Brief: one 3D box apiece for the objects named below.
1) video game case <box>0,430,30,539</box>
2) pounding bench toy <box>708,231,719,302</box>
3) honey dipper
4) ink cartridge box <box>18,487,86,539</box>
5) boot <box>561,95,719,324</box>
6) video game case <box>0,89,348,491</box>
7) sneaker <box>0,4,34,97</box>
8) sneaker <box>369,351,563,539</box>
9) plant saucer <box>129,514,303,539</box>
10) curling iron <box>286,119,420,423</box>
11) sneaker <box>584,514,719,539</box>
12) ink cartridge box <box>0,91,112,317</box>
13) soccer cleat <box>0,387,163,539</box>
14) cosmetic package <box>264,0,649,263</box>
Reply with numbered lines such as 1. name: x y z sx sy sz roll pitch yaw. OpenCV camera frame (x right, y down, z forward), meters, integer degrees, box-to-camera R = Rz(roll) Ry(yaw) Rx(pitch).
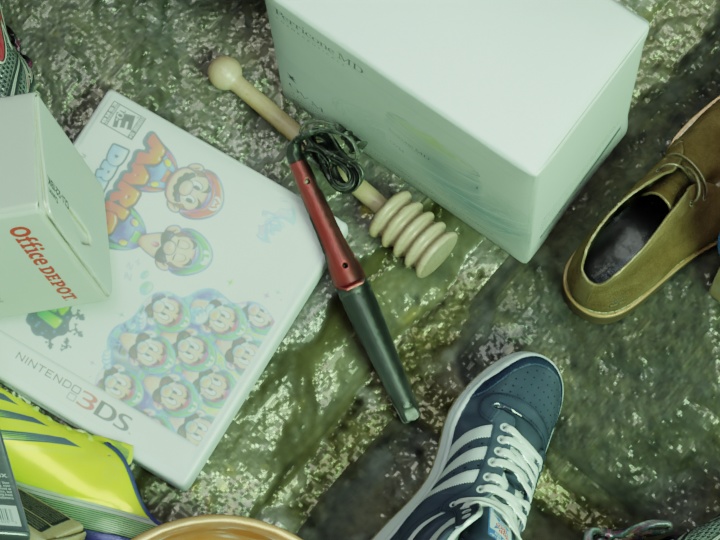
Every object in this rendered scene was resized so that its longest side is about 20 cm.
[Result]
1. video game case: -0.279 0.087 1.483 0.143 0.019 0.200 7 33 -26
2. pounding bench toy: 0.304 -0.018 1.529 0.156 0.200 0.124 40 79 10
3. honey dipper: -0.022 -0.073 1.638 0.200 0.038 0.038 42 80 14
4. ink cartridge box: -0.285 0.202 1.519 0.165 0.075 0.200 29 95 10
5. boot: 0.208 -0.050 1.606 0.074 0.075 0.200 42 78 13
6. video game case: -0.135 0.010 1.623 0.182 0.024 0.200 30 77 9
7. sneaker: -0.247 -0.145 1.647 0.075 0.081 0.200 4 78 -20
8. sneaker: 0.081 0.132 1.526 0.070 0.108 0.200 42 69 -18
9. plant saucer: -0.089 0.246 1.522 0.200 0.037 0.200 2 83 -18
10. curling iron: 0.000 0.000 1.601 0.050 0.026 0.200 -17 88 24
11. sneaker: 0.167 0.182 1.533 0.200 0.081 0.075 -29 73 -6
12. ink cartridge box: -0.266 -0.028 1.555 0.200 0.144 0.084 -8 66 9
13. soccer cleat: -0.187 0.121 1.576 0.084 0.065 0.200 -42 80 -16
14. cosmetic package: 0.057 -0.128 1.565 0.199 0.200 0.123 35 78 11
